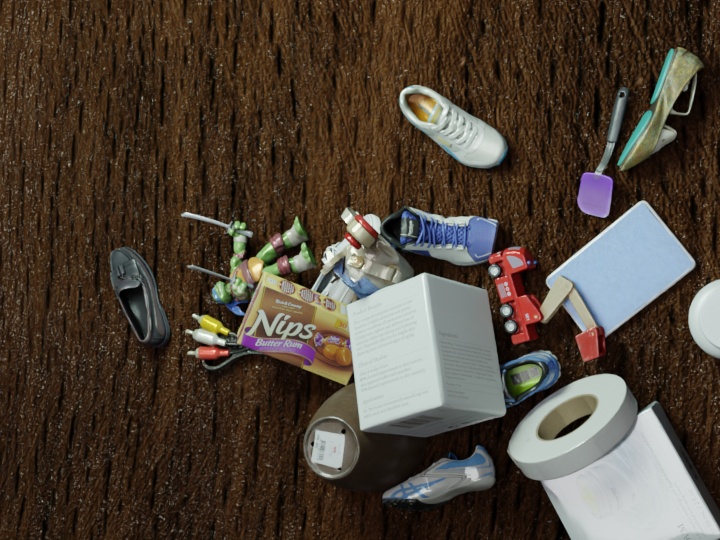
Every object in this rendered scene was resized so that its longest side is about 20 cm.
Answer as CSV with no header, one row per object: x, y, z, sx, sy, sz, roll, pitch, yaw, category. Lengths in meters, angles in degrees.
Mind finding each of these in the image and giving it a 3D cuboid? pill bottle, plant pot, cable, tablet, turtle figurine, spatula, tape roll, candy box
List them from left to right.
-0.213,0.135,1.754,0.197,0.050,0.099,7,91,22,cable
-0.185,-0.027,1.692,0.192,0.144,0.202,-24,106,5,turtle figurine
-0.090,0.095,1.647,0.198,0.057,0.118,22,113,-11,candy box
-0.012,0.270,1.593,0.184,0.200,0.190,-1,87,21,plant pot
0.310,0.228,1.477,0.201,0.203,0.037,-33,102,16,tape roll
0.383,-0.185,1.562,0.056,0.020,0.203,16,91,36,spatula
0.399,0.004,1.552,0.199,0.014,0.131,-41,75,15,tablet
0.515,0.068,1.405,0.109,0.200,0.113,-1,86,20,pill bottle

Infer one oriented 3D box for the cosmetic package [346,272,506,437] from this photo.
0.099,0.134,1.533,0.166,0.165,0.203,-22,65,39,cosmetic package

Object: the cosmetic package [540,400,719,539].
0.395,0.331,1.480,0.199,0.123,0.201,-32,77,17,cosmetic package

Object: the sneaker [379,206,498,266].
0.115,-0.054,1.607,0.196,0.115,0.082,7,91,21,sneaker

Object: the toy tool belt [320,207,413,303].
0.000,0.000,1.559,0.123,0.200,0.125,-46,62,2,toy tool belt

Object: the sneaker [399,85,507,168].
0.145,-0.229,1.623,0.199,0.081,0.077,32,97,18,sneaker

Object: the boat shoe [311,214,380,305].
-0.034,-0.007,1.677,0.202,0.068,0.072,-61,27,15,boat shoe

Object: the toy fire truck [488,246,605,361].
0.289,0.051,1.561,0.140,0.049,0.203,-19,82,27,toy fire truck

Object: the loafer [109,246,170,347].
-0.407,0.045,1.824,0.071,0.063,0.202,-30,77,16,loafer

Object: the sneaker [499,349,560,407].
0.213,0.181,1.572,0.198,0.089,0.079,-30,77,16,sneaker

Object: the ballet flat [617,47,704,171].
0.458,-0.234,1.518,0.070,0.071,0.202,26,96,19,ballet flat

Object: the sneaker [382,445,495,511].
0.124,0.336,1.616,0.198,0.072,0.073,-22,55,21,sneaker
